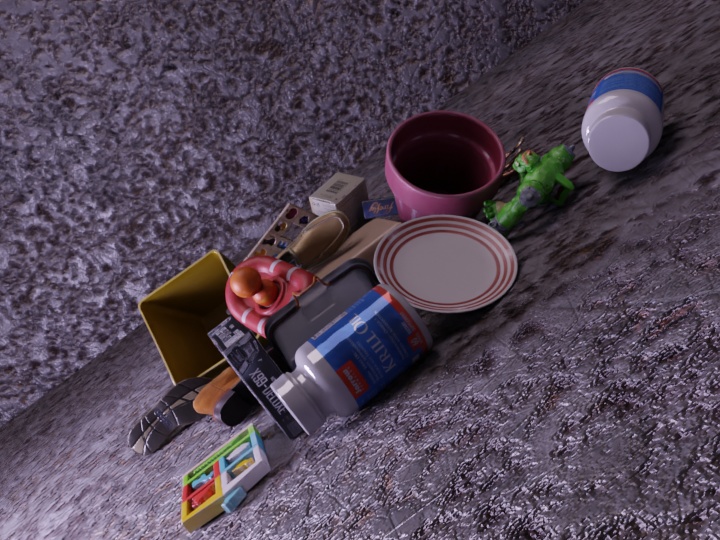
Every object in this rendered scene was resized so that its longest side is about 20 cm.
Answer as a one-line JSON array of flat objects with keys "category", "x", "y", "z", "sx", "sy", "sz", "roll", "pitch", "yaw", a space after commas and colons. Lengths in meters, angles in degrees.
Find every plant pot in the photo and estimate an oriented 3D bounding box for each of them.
[{"category": "plant pot", "x": 0.138, "y": -0.143, "z": 1.346, "sx": 0.200, "sy": 0.200, "sz": 0.179, "roll": -42, "pitch": -24, "yaw": -28}, {"category": "plant pot", "x": -0.282, "y": 0.107, "z": 1.554, "sx": 0.200, "sy": 0.200, "sz": 0.176, "roll": -34, "pitch": -19, "yaw": 10}]

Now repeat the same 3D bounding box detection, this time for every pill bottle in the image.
[{"category": "pill bottle", "x": 0.388, "y": -0.222, "z": 1.152, "sx": 0.112, "sy": 0.112, "sz": 0.200, "roll": -28, "pitch": 14, "yaw": 32}, {"category": "pill bottle", "x": -0.014, "y": 0.118, "z": 1.009, "sx": 0.200, "sy": 0.112, "sz": 0.112, "roll": -39, "pitch": 13, "yaw": -12}]

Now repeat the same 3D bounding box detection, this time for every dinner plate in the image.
[{"category": "dinner plate", "x": 0.118, "y": -0.007, "z": 1.090, "sx": 0.199, "sy": 0.024, "sz": 0.201, "roll": 0, "pitch": 44, "yaw": 0}]

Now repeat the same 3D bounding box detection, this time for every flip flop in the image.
[{"category": "flip flop", "x": -0.345, "y": 0.268, "z": 1.452, "sx": 0.200, "sy": 0.081, "sz": 0.058, "roll": -40, "pitch": -2, "yaw": 4}]

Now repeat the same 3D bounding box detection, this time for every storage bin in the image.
[{"category": "storage bin", "x": -0.036, "y": 0.087, "z": 1.157, "sx": 0.200, "sy": 0.146, "sz": 0.134, "roll": -36, "pitch": 22, "yaw": 0}]

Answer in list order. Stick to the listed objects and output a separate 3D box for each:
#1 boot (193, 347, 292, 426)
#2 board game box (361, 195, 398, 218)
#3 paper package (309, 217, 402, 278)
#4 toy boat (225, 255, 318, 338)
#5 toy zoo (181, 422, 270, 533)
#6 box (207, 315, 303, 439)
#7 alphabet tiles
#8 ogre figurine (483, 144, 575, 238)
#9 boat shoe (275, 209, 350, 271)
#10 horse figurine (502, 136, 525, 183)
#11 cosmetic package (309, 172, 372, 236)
[{"category": "boot", "x": -0.196, "y": 0.191, "z": 1.359, "sx": 0.188, "sy": 0.068, "sz": 0.200, "roll": -51, "pitch": 16, "yaw": -17}, {"category": "board game box", "x": 0.114, "y": -0.135, "z": 1.532, "sx": 0.199, "sy": 0.035, "sz": 0.135, "roll": -6, "pitch": 7, "yaw": 13}, {"category": "paper package", "x": 0.000, "y": 0.000, "z": 1.429, "sx": 0.200, "sy": 0.104, "sz": 0.191, "roll": -37, "pitch": 12, "yaw": -7}, {"category": "toy boat", "x": -0.163, "y": 0.035, "z": 1.298, "sx": 0.200, "sy": 0.131, "sz": 0.131, "roll": 21, "pitch": 80, "yaw": 48}, {"category": "toy zoo", "x": -0.187, "y": 0.284, "z": 1.068, "sx": 0.131, "sy": 0.020, "sz": 0.200, "roll": -37, "pitch": 12, "yaw": -6}, {"category": "box", "x": -0.149, "y": 0.151, "z": 1.142, "sx": 0.050, "sy": 0.158, "sz": 0.200, "roll": -38, "pitch": 12, "yaw": -12}, {"category": "alphabet tiles", "x": -0.133, "y": -0.027, "z": 1.478, "sx": 0.200, "sy": 0.167, "sz": 0.008, "roll": -49, "pitch": 48, "yaw": 19}, {"category": "ogre figurine", "x": 0.273, "y": -0.131, "z": 1.224, "sx": 0.200, "sy": 0.098, "sz": 0.120, "roll": -25, "pitch": -12, "yaw": -28}, {"category": "boat shoe", "x": -0.101, "y": -0.031, "z": 1.401, "sx": 0.200, "sy": 0.072, "sz": 0.076, "roll": -43, "pitch": -3, "yaw": 20}, {"category": "horse figurine", "x": 0.268, "y": -0.205, "z": 1.577, "sx": 0.133, "sy": 0.050, "sz": 0.200, "roll": -52, "pitch": 23, "yaw": -14}, {"category": "cosmetic package", "x": -0.029, "y": -0.085, "z": 1.581, "sx": 0.073, "sy": 0.200, "sz": 0.104, "roll": 18, "pitch": 46, "yaw": 33}]
